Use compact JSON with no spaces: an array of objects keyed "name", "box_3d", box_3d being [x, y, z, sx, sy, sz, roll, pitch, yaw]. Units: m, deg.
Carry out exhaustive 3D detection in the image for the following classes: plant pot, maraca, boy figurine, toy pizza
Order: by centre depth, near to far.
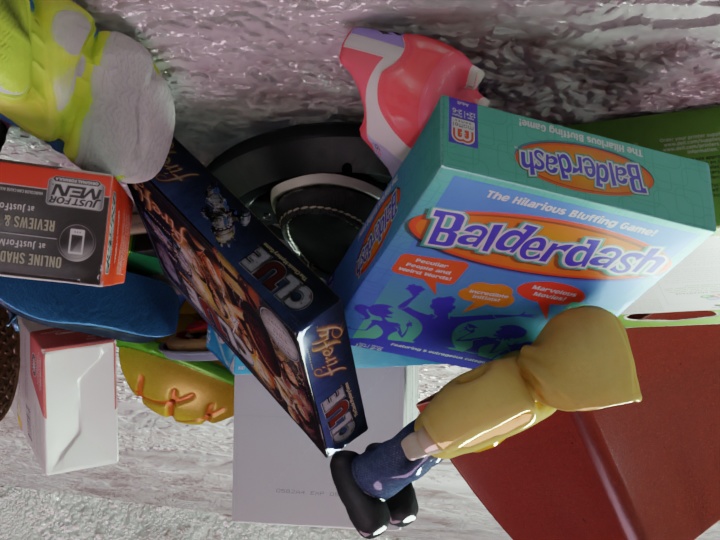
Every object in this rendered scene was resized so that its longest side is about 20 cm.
[{"name":"boy figurine","box_3d":[0.078,0.087,0.657,0.199,0.065,0.124,-33,162,28]},{"name":"plant pot","box_3d":[0.201,0.139,0.922,0.199,0.178,0.199,-23,179,-33]},{"name":"toy pizza","box_3d":[-0.081,0.046,0.988,0.197,0.032,0.200,-7,-176,0]},{"name":"maraca","box_3d":[-0.186,0.087,1.094,0.199,0.108,0.136,27,162,-31]}]

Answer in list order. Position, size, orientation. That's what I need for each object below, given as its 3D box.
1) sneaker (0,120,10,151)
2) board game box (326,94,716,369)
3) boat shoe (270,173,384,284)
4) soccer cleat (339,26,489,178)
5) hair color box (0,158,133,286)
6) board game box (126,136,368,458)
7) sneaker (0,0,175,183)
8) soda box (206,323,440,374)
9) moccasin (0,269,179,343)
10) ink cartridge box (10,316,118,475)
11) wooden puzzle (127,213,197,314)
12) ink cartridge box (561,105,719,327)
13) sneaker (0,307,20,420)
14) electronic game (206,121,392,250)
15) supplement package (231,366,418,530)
[{"name":"sneaker","box_3d":[-0.295,-0.056,0.722,0.198,0.097,0.079,-15,152,41]},{"name":"board game box","box_3d":[0.077,-0.006,0.625,0.150,0.046,0.200,12,149,-14]},{"name":"boat shoe","box_3d":[0.000,0.000,0.739,0.073,0.061,0.200,-9,155,17]},{"name":"soccer cleat","box_3d":[0.038,-0.068,0.651,0.076,0.067,0.200,30,163,21]},{"name":"hair color box","box_3d":[-0.190,-0.026,0.659,0.100,0.062,0.200,7,180,-10]},{"name":"board game box","box_3d":[-0.075,0.009,0.697,0.034,0.200,0.136,-34,144,-18]},{"name":"sneaker","box_3d":[-0.183,-0.111,0.601,0.104,0.077,0.200,16,168,26]},{"name":"soda box","box_3d":[-0.015,0.035,0.867,0.198,0.069,0.064,-1,-165,-28]},{"name":"moccasin","box_3d":[-0.237,0.021,0.875,0.068,0.081,0.199,-12,149,44]},{"name":"ink cartridge box","box_3d":[-0.277,0.082,1.003,0.067,0.118,0.200,-7,-158,-28]},{"name":"wooden puzzle","box_3d":[-0.169,0.002,0.946,0.183,0.038,0.200,-5,159,25]},{"name":"ink cartridge box","box_3d":[0.192,-0.023,0.733,0.146,0.077,0.200,-4,160,22]},{"name":"sneaker","box_3d":[-0.338,0.030,0.914,0.089,0.067,0.202,13,123,17]},{"name":"electronic game","box_3d":[-0.014,-0.045,0.767,0.197,0.042,0.201,-1,156,0]},{"name":"supplement package","box_3d":[-0.025,0.140,1.046,0.150,0.153,0.200,2,-177,7]}]
